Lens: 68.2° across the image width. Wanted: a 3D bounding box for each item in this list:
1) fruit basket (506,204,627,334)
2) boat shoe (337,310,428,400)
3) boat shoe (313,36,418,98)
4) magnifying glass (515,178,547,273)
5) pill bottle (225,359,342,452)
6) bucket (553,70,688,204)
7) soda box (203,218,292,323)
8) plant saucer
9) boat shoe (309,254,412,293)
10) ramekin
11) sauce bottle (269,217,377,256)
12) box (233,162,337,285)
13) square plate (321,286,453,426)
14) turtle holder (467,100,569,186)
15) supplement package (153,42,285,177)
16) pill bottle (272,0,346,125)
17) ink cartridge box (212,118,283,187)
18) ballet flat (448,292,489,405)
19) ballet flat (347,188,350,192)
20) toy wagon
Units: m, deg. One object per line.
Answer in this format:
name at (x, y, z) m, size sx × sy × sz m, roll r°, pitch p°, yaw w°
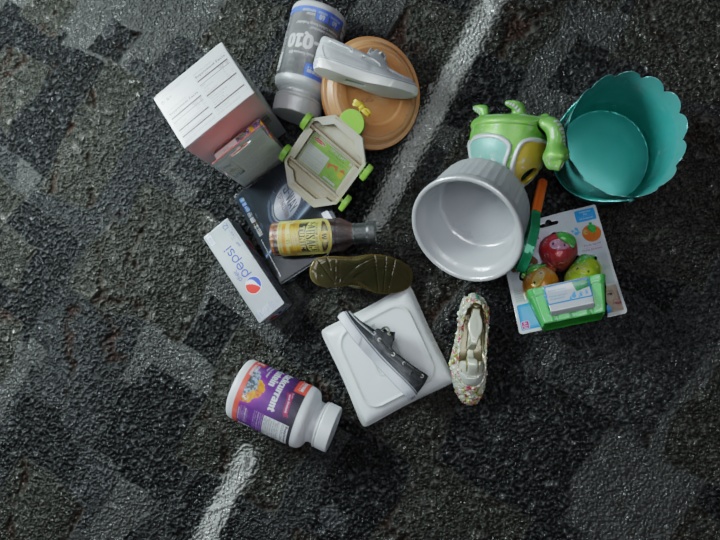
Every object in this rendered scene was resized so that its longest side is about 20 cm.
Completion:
fruit basket at (0.350, -0.005, 0.939) m, size 0.180 × 0.094 × 0.206 m, roll -12°, pitch 75°, yaw 15°
boat shoe at (0.044, 0.139, 0.957) m, size 0.066 × 0.070 × 0.200 m, roll -43°, pitch 82°, yaw -5°
boat shoe at (0.015, -0.359, 0.942) m, size 0.194 × 0.072 × 0.071 m, roll 12°, pitch 92°, yaw -10°
magnifying glass at (0.303, -0.084, 0.935) m, size 0.022 × 0.080 × 0.203 m, roll 19°, pitch 58°, yaw 11°
pill bottle at (-0.137, 0.253, 0.978) m, size 0.195 × 0.111 × 0.114 m, roll 21°, pitch 89°, yaw 8°
bucket at (0.436, -0.215, 0.922) m, size 0.200 × 0.135 × 0.214 m, roll -1°, pitch 85°, yaw 7°
soda box at (-0.216, 0.002, 1.028) m, size 0.063 × 0.068 × 0.202 m, roll -36°, pitch 83°, yaw 2°
plant saucer at (0.023, -0.331, 0.995) m, size 0.194 × 0.032 × 0.207 m, roll -2°, pitch 96°, yaw -18°
boat shoe at (-0.001, 0.001, 1.000) m, size 0.194 × 0.066 × 0.074 m, roll 2°, pitch 98°, yaw -11°
ramekin at (0.196, -0.092, 0.919) m, size 0.198 × 0.203 × 0.098 m, roll 33°, pitch 48°, yaw 9°
sauce bottle at (-0.067, -0.064, 0.971) m, size 0.193 × 0.066 × 0.068 m, roll -6°, pitch 85°, yaw 8°
box at (-0.132, -0.100, 1.037) m, size 0.158 × 0.044 × 0.204 m, roll -30°, pitch 83°, yaw 5°
square plate at (0.048, 0.161, 1.002) m, size 0.196 × 0.028 × 0.202 m, roll -27°, pitch 83°, yaw 5°
turtle holder at (0.277, -0.213, 0.934) m, size 0.181 × 0.140 × 0.136 m, roll 10°, pitch 96°, yaw 25°
supplement package at (-0.250, -0.287, 0.987) m, size 0.154 × 0.200 × 0.112 m, roll -37°, pitch 83°, yaw 4°
pill bottle at (-0.100, -0.391, 1.018) m, size 0.110 × 0.114 × 0.206 m, roll 13°, pitch 88°, yaw 8°
ink cartridge box at (-0.205, -0.218, 0.976) m, size 0.108 × 0.200 × 0.051 m, roll -37°, pitch 82°, yaw 3°
ballet flat at (0.199, 0.144, 0.964) m, size 0.073 × 0.064 × 0.207 m, roll 1°, pitch 86°, yaw 4°
ballet flat at (-0.033, -0.252, 1.033) m, size 0.065 × 0.046 × 0.207 m, roll 4°, pitch 86°, yaw 7°
toy wagon at (-0.049, -0.215, 0.966) m, size 0.154 × 0.040 × 0.201 m, roll 37°, pitch 104°, yaw -4°
